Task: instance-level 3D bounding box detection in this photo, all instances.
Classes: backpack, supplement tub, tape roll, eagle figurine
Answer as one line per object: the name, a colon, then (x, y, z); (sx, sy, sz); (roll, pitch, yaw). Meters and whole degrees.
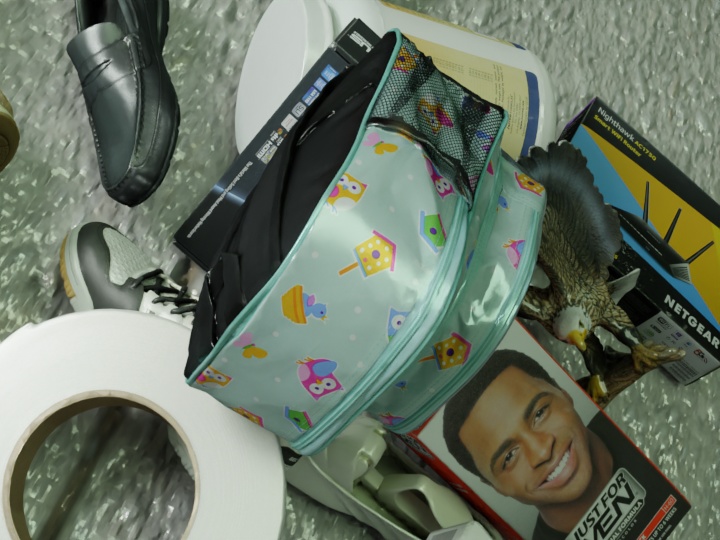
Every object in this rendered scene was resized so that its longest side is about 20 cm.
backpack: (0.000, 0.000, 0.671); (0.153, 0.176, 0.200); (40, 39, -6)
supplement tub: (0.023, -0.113, 0.903); (0.198, 0.144, 0.146); (12, 60, -25)
tape roll: (-0.139, 0.121, 0.695); (0.201, 0.037, 0.205); (0, 77, -2)
eagle figurine: (0.131, 0.013, 0.891); (0.200, 0.151, 0.152); (43, 72, -11)

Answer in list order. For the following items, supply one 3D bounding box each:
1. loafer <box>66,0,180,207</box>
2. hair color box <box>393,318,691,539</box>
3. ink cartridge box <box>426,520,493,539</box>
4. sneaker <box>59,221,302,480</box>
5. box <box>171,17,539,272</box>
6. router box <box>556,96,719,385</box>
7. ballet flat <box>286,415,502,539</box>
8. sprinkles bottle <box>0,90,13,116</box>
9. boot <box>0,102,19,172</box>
loafer: (-0.164, -0.133, 0.843); (0.070, 0.068, 0.202); (22, 48, -41)
hair color box: (0.119, 0.128, 0.839); (0.200, 0.061, 0.102); (44, 79, -21)
ink cartridge box: (0.068, 0.278, 0.724); (0.177, 0.045, 0.200); (50, 45, -13)
sneaker: (-0.099, 0.041, 0.775); (0.201, 0.087, 0.076); (52, 28, 0)
box: (-0.006, -0.035, 0.808); (0.160, 0.200, 0.044); (41, 37, -7)
router box: (0.230, -0.026, 1.040); (0.200, 0.051, 0.150); (40, 51, -7)
ballet flat: (0.015, 0.134, 0.820); (0.200, 0.069, 0.070); (39, 52, -8)
sprinkles bottle: (-0.260, -0.022, 0.733); (0.068, 0.068, 0.202); (22, 56, -20)
boot: (-0.301, -0.087, 0.695); (0.199, 0.072, 0.155); (-23, 58, -11)
